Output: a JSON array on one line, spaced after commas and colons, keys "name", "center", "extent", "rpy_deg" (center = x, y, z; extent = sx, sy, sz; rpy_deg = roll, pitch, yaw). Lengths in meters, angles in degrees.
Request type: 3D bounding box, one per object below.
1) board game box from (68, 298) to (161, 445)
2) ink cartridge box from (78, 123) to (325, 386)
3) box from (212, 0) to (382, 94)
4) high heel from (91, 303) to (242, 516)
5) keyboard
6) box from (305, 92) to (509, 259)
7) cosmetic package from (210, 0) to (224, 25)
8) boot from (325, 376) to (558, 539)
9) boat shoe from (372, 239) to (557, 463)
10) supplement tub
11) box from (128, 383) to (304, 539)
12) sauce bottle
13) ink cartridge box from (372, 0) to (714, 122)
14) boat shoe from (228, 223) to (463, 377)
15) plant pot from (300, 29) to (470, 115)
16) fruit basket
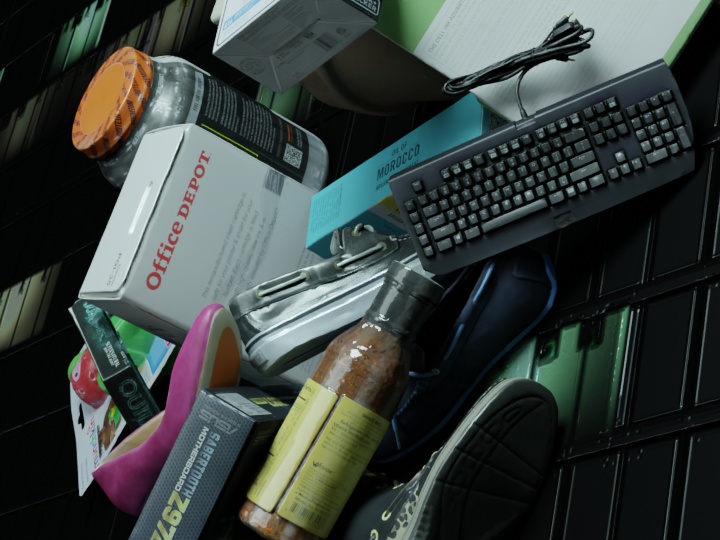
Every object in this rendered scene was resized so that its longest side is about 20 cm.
[{"name": "board game box", "center": [-0.160, 0.126, 1.443], "extent": [0.028, 0.201, 0.135], "rpy_deg": [-29, 30, -7]}, {"name": "ink cartridge box", "center": [-0.096, -0.005, 1.430], "extent": [0.083, 0.199, 0.147], "rpy_deg": [-1, 64, 58]}, {"name": "box", "center": [-0.031, -0.234, 1.267], "extent": [0.116, 0.060, 0.201], "rpy_deg": [-29, 41, 46]}, {"name": "high heel", "center": [-0.141, 0.094, 1.308], "extent": [0.067, 0.096, 0.201], "rpy_deg": [-46, -26, -46]}, {"name": "keyboard", "center": [0.111, -0.088, 1.211], "extent": [0.199, 0.021, 0.128], "rpy_deg": [-23, 84, 13]}, {"name": "box", "center": [0.052, -0.057, 1.360], "extent": [0.200, 0.082, 0.049], "rpy_deg": [-31, 43, 44]}, {"name": "cosmetic package", "center": [-0.034, -0.247, 1.638], "extent": [0.200, 0.105, 0.071], "rpy_deg": [-9, 58, 54]}, {"name": "boot", "center": [0.037, 0.145, 1.226], "extent": [0.204, 0.073, 0.154], "rpy_deg": [-61, 26, 0]}, {"name": "boat shoe", "center": [0.049, 0.048, 1.289], "extent": [0.200, 0.068, 0.084], "rpy_deg": [-51, 31, 19]}, {"name": "supplement tub", "center": [-0.136, -0.101, 1.576], "extent": [0.122, 0.199, 0.123], "rpy_deg": [-38, 37, 35]}, {"name": "box", "center": [-0.089, 0.160, 1.297], "extent": [0.051, 0.200, 0.158], "rpy_deg": [28, 96, 18]}, {"name": "sauce bottle", "center": [-0.008, 0.090, 1.226], "extent": [0.201, 0.066, 0.066], "rpy_deg": [-58, 29, -3]}, {"name": "ink cartridge box", "center": [0.116, -0.176, 1.243], "extent": [0.146, 0.199, 0.048], "rpy_deg": [-57, -1, 9]}, {"name": "boat shoe", "center": [0.000, 0.000, 1.307], "extent": [0.199, 0.071, 0.072], "rpy_deg": [-27, -11, -17]}, {"name": "plant pot", "center": [0.062, -0.202, 1.385], "extent": [0.174, 0.200, 0.201], "rpy_deg": [23, 85, 44]}, {"name": "fruit basket", "center": [-0.224, 0.072, 1.686], "extent": [0.200, 0.093, 0.186], "rpy_deg": [-51, 31, 25]}]
